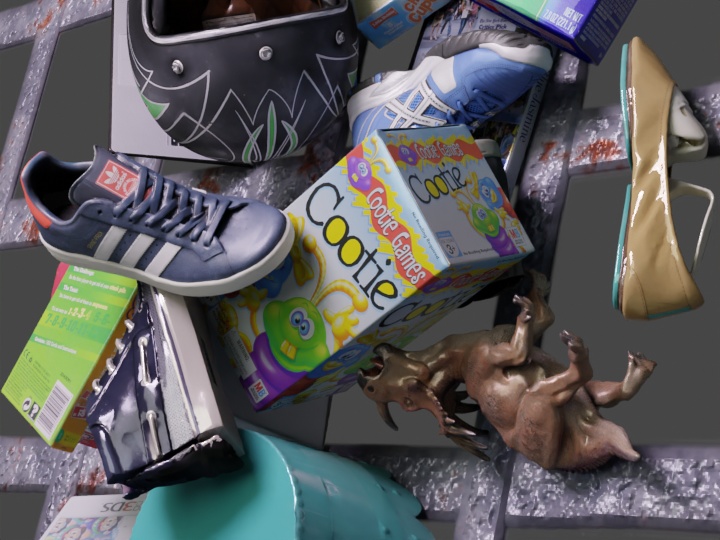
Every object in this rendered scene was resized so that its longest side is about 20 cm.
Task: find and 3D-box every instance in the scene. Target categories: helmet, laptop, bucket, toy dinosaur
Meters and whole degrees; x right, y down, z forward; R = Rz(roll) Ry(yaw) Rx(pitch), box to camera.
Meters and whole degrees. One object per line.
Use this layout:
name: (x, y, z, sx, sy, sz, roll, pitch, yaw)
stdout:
helmet: (-0.092, -0.178, 1.260, 0.199, 0.199, 0.192, -29, 66, 33)
laptop: (-0.114, -0.200, 1.404, 0.116, 0.199, 0.188, 114, 156, -55)
bucket: (-0.061, 0.213, 1.111, 0.207, 0.134, 0.208, -25, 52, 36)
toy dinosaur: (0.106, 0.088, 1.050, 0.200, 0.086, 0.136, 39, 111, 32)

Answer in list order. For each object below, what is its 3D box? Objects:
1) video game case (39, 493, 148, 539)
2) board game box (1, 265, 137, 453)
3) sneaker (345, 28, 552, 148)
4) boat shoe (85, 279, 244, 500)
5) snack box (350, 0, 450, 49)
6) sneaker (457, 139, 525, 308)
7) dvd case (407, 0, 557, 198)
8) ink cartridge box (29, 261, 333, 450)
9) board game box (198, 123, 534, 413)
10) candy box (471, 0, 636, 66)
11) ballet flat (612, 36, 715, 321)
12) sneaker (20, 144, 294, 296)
video game case: (-0.211, 0.249, 1.249, 0.181, 0.024, 0.200, -8, 34, 36)
board game box: (-0.198, 0.028, 1.212, 0.095, 0.030, 0.201, 34, 99, 48)
sneaker: (0.067, -0.118, 1.180, 0.200, 0.075, 0.078, -23, 61, 49)
boat shoe: (-0.150, 0.060, 1.097, 0.092, 0.075, 0.201, -22, 55, 3)
snack box: (0.075, -0.275, 1.279, 0.199, 0.037, 0.117, -31, 45, 24)
sneaker: (0.031, -0.014, 1.173, 0.200, 0.074, 0.107, -24, 76, 47)
dvd case: (0.082, -0.130, 1.231, 0.142, 0.017, 0.201, 8, 77, 49)
ink cartridge box: (-0.133, 0.064, 1.257, 0.199, 0.145, 0.146, -14, 61, 42)
board game box: (0.000, 0.000, 1.094, 0.200, 0.105, 0.103, -39, 72, 35)
candy box: (0.144, -0.278, 1.152, 0.169, 0.077, 0.201, 31, 94, 22)
ballet flat: (0.200, -0.060, 1.050, 0.063, 0.069, 0.201, -1, 69, 16)
sneaker: (-0.141, -0.040, 1.059, 0.199, 0.085, 0.075, 4, 51, 25)
